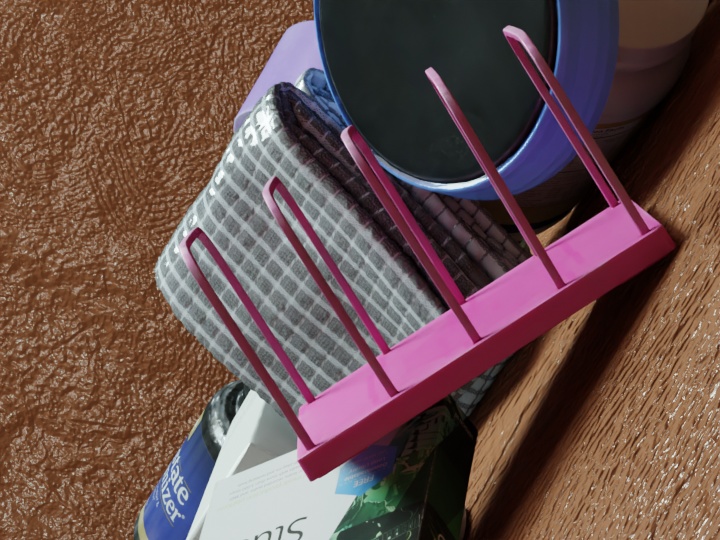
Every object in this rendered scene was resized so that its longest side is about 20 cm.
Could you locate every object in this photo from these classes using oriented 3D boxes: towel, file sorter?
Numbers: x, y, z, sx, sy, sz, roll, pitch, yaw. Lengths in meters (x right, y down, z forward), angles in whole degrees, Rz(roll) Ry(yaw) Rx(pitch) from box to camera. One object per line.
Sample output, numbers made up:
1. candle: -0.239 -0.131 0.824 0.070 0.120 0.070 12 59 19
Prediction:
1. towel: -0.011 0.010 1.475 0.085 0.200 0.166 -28 -21 -50
2. file sorter: 0.027 -0.016 1.251 0.199 0.126 0.139 -33 6 3

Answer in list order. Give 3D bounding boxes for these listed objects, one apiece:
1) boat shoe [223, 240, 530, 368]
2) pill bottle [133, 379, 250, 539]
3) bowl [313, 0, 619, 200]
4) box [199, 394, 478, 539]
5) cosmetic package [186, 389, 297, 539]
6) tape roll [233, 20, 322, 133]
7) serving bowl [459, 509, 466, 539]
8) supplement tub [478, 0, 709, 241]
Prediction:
1. boat shoe: 0.000 -0.002 1.579 0.201 0.075 0.075 -20 15 8
2. pill bottle: -0.082 0.153 1.943 0.200 0.111 0.112 -57 5 34
3. bowl: 0.049 -0.136 1.376 0.039 0.201 0.201 -11 -34 -42
4. box: -0.023 0.154 1.228 0.144 0.036 0.201 -24 31 26
5. cosmetic package: -0.030 0.124 1.581 0.085 0.107 0.200 -58 6 18
6. tape roll: 0.007 -0.099 2.002 0.085 0.199 0.200 -61 5 -19
7. serving bowl: -0.023 0.191 1.329 0.201 0.066 0.200 -58 5 8
8. supplement tub: 0.100 -0.122 1.473 0.145 0.144 0.200 -63 5 -37
